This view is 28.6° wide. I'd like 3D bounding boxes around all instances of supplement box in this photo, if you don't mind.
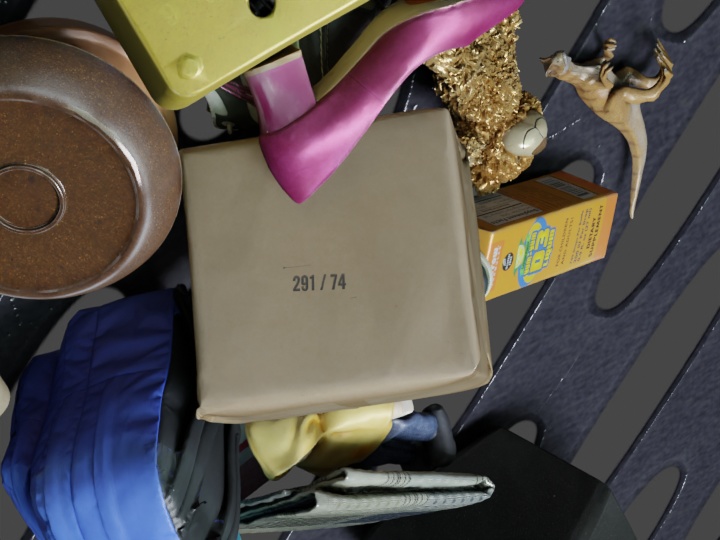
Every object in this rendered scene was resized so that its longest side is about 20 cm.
[{"bbox_3d":[0.133,-0.030,1.167,0.199,0.068,0.067,-17,123,-47],"label":"supplement box"}]

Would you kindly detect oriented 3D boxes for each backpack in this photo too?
[{"bbox_3d":[-0.170,0.146,1.025,0.166,0.201,0.163,-19,130,9],"label":"backpack"}]

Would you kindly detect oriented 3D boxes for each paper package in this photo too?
[{"bbox_3d":[-0.017,-0.001,0.985,0.197,0.193,0.103,-8,170,10],"label":"paper package"}]

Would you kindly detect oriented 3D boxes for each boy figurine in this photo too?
[{"bbox_3d":[-0.007,0.140,1.181,0.199,0.065,0.124,8,143,-45],"label":"boy figurine"}]

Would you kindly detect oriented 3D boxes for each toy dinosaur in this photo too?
[{"bbox_3d":[0.224,-0.145,1.214,0.106,0.061,0.200,-32,130,21],"label":"toy dinosaur"}]

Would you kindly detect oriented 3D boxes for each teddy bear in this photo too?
[{"bbox_3d":[0.093,-0.148,1.081,0.145,0.066,0.202,-58,133,-51],"label":"teddy bear"}]

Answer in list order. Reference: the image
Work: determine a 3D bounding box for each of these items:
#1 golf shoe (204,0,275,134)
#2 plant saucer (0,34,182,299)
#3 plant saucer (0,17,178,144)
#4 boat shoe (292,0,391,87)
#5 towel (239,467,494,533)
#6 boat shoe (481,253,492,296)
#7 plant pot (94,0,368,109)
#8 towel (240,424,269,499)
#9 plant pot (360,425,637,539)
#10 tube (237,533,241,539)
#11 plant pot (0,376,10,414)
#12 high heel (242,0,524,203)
[{"bbox_3d":[-0.064,-0.132,1.025,0.088,0.078,0.200,-37,130,17],"label":"golf shoe"},{"bbox_3d":[-0.215,-0.054,0.911,0.197,0.035,0.202,-1,126,-1],"label":"plant saucer"},{"bbox_3d":[-0.218,-0.074,0.978,0.198,0.032,0.203,-16,126,-23],"label":"plant saucer"},{"bbox_3d":[-0.006,-0.204,0.959,0.073,0.064,0.203,-4,97,-51],"label":"boat shoe"},{"bbox_3d":[-0.019,0.195,1.199,0.198,0.192,0.035,4,73,-40],"label":"towel"},{"bbox_3d":[0.000,-0.002,1.067,0.197,0.066,0.075,17,111,6],"label":"boat shoe"},{"bbox_3d":[-0.083,-0.209,0.819,0.198,0.177,0.201,-29,111,3],"label":"plant pot"},{"bbox_3d":[-0.098,0.095,1.171,0.143,0.023,0.201,-37,131,-5],"label":"towel"},{"bbox_3d":[0.148,0.270,1.329,0.178,0.199,0.200,-53,141,-16],"label":"plant pot"},{"bbox_3d":[-0.122,0.213,1.092,0.077,0.201,0.051,-25,128,0],"label":"tube"},{"bbox_3d":[-0.342,0.056,0.884,0.200,0.200,0.177,-44,143,0],"label":"plant pot"},{"bbox_3d":[0.025,-0.121,0.927,0.198,0.067,0.097,-23,109,-9],"label":"high heel"}]
